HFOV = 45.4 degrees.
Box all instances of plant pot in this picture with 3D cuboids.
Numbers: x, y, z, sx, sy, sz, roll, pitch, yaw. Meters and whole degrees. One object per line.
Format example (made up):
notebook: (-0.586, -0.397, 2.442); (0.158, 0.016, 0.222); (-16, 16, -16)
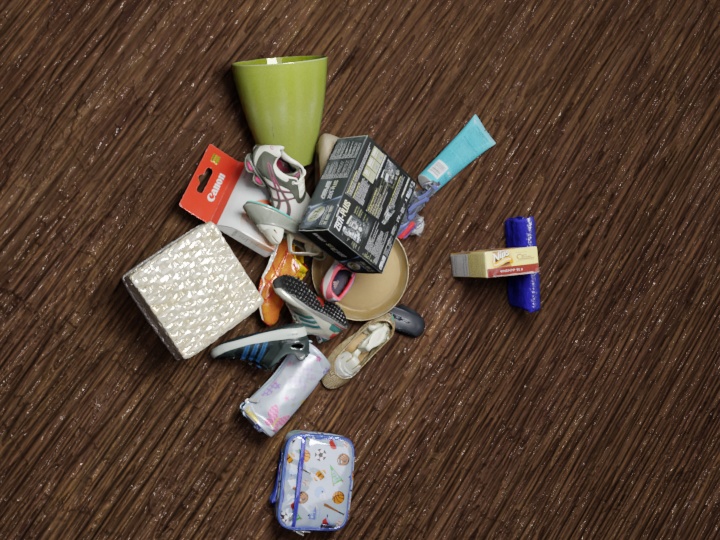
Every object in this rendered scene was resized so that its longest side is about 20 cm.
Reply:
plant pot: (0.000, 0.000, 1.752); (0.197, 0.027, 0.203); (0, 93, 4)
plant pot: (-0.149, -0.306, 1.675); (0.185, 0.187, 0.203); (-9, 108, -18)

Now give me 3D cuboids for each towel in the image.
towel: (0.344, -0.015, 1.844); (0.049, 0.148, 0.203); (-5, 91, 0)

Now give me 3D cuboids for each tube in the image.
tube: (0.207, -0.246, 1.852); (0.200, 0.050, 0.078); (-43, 106, -19)

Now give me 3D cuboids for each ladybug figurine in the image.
ladybug figurine: (-0.050, -0.169, 1.693); (0.071, 0.136, 0.202); (-2, 117, -9)

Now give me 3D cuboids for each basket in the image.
basket: (-0.309, 0.038, 1.613); (0.199, 0.161, 0.199); (-36, 99, -17)

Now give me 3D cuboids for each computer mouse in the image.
computer mouse: (0.050, 0.087, 1.798); (0.198, 0.034, 0.059); (22, 83, -16)

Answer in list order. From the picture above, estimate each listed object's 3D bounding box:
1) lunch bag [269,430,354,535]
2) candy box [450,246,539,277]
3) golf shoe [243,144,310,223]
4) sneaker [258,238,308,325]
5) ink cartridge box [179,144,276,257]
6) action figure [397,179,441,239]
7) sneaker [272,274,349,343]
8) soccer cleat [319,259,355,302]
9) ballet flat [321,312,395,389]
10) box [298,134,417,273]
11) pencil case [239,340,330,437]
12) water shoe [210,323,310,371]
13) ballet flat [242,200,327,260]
lunch bag: (-0.097, 0.425, 1.724); (0.158, 0.075, 0.203); (8, 86, -16)
candy box: (0.274, -0.017, 1.784); (0.114, 0.200, 0.056); (-6, 91, -14)
golf shoe: (-0.135, -0.157, 1.636); (0.200, 0.087, 0.078); (48, 49, -35)
sneaker: (-0.149, 0.012, 1.701); (0.076, 0.073, 0.203); (15, 86, 21)
ink cartridge box: (-0.229, -0.145, 1.672); (0.199, 0.050, 0.164); (32, 58, -19)
action figure: (0.072, -0.151, 1.768); (0.199, 0.105, 0.193); (-38, 111, 22)
sneaker: (-0.114, 0.086, 1.686); (0.093, 0.071, 0.199); (-40, 132, 19)
soccer cleat: (-0.017, -0.029, 1.685); (0.066, 0.076, 0.202); (29, 86, -22)
ballet flat: (-0.004, 0.162, 1.748); (0.070, 0.065, 0.200); (42, 86, -10)
box: (-0.002, -0.120, 1.601); (0.163, 0.086, 0.202); (37, 67, -39)
pencil case: (-0.148, 0.231, 1.703); (0.091, 0.083, 0.200); (45, 76, -8)
water shoe: (-0.195, 0.160, 1.660); (0.198, 0.071, 0.080); (-14, 92, 13)
ballet flat: (-0.139, -0.070, 1.631); (0.198, 0.067, 0.065); (22, 71, -33)
